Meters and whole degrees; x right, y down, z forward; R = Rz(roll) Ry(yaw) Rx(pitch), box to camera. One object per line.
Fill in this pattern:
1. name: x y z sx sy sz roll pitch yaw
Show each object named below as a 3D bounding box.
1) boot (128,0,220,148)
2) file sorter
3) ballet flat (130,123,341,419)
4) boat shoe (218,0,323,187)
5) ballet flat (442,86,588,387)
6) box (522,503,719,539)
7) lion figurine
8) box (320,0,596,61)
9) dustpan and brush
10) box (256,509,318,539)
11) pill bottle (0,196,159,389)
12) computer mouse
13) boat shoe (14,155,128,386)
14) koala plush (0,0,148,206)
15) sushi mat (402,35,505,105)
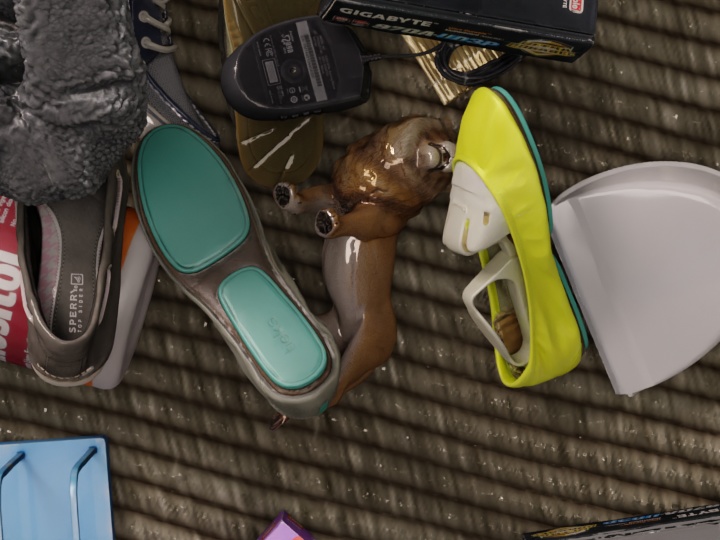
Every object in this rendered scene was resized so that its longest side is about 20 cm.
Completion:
1. boot: -0.140 -0.153 1.370 0.200 0.073 0.090 45 98 -2
2. file sorter: -0.255 0.184 1.366 0.200 0.123 0.139 -4 94 0
3. ballet flat: -0.077 0.004 1.326 0.067 0.064 0.200 -30 71 -8
4. boat shoe: -0.057 -0.154 1.364 0.072 0.066 0.201 -4 103 -19
5. ballet flat: 0.086 -0.012 1.350 0.067 0.067 0.200 -29 121 -18
6. box: 0.195 0.253 1.407 0.159 0.046 0.200 -8 94 1
7. lion figurine: 0.000 0.000 1.380 0.072 0.122 0.200 27 112 34
8. box: 0.065 -0.234 1.324 0.159 0.046 0.200 9 77 -12
9. dustpan and brush: 0.229 -0.021 1.395 0.200 0.057 0.140 -22 103 8
10. box: -0.063 0.272 1.412 0.137 0.039 0.200 41 93 -3
11. pill bottle: -0.228 -0.006 1.359 0.200 0.113 0.113 16 93 0
12. computer mouse: 0.012 -0.126 1.338 0.200 0.034 0.059 -10 80 -14
13. boat shoe: -0.166 -0.034 1.286 0.067 0.057 0.200 -1 68 -8
14. koala plush: -0.190 -0.156 1.265 0.177 0.200 0.184 -14 123 9
15. sushi mat: 0.040 -0.211 1.368 0.096 0.012 0.200 -31 90 2
